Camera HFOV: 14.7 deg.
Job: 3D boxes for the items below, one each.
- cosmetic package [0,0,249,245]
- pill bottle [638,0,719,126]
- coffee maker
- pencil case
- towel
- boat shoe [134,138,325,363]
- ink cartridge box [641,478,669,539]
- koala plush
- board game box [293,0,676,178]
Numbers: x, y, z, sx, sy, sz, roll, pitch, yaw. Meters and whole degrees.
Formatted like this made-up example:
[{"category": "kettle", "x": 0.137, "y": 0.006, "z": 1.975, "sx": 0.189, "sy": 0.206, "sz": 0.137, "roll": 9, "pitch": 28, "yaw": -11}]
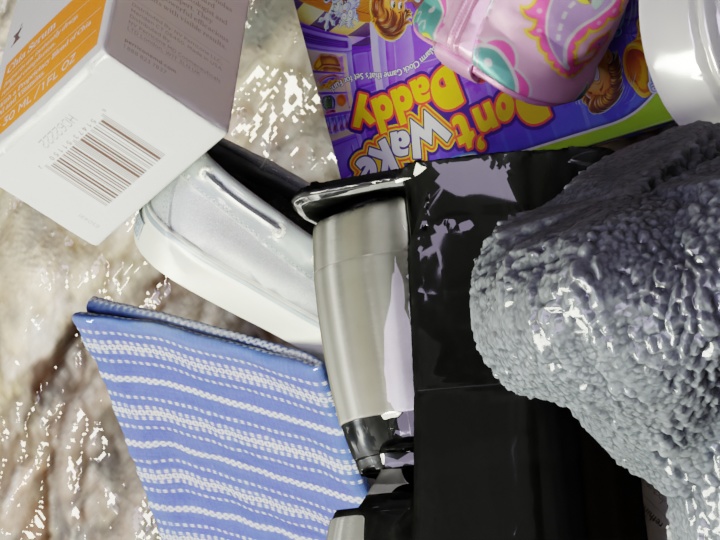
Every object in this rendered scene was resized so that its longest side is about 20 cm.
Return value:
[{"category": "cosmetic package", "x": -0.105, "y": -0.121, "z": 1.275, "sx": 0.071, "sy": 0.200, "sz": 0.101, "roll": 33, "pitch": 129, "yaw": -25}, {"category": "pill bottle", "x": 0.216, "y": -0.110, "z": 1.091, "sx": 0.200, "sy": 0.120, "sz": 0.120, "roll": -9, "pitch": 93, "yaw": 36}, {"category": "coffee maker", "x": 0.066, "y": 0.058, "z": 1.125, "sx": 0.192, "sy": 0.135, "sz": 0.201, "roll": -14, "pitch": 75, "yaw": 44}, {"category": "pencil case", "x": 0.089, "y": -0.169, "z": 1.137, "sx": 0.087, "sy": 0.087, "sz": 0.200, "roll": 35, "pitch": 117, "yaw": 26}, {"category": "towel", "x": -0.053, "y": 0.104, "z": 1.319, "sx": 0.145, "sy": 0.024, "sz": 0.200, "roll": 13, "pitch": 137, "yaw": 32}, {"category": "boat shoe", "x": 0.000, "y": -0.001, "z": 1.251, "sx": 0.200, "sy": 0.070, "sz": 0.072, "roll": 25, "pitch": 115, "yaw": -7}, {"category": "ink cartridge box", "x": 0.147, "y": 0.085, "z": 1.183, "sx": 0.115, "sy": 0.068, "sz": 0.200, "roll": 46, "pitch": 118, "yaw": 39}, {"category": "koala plush", "x": 0.142, "y": 0.056, "z": 0.978, "sx": 0.177, "sy": 0.184, "sz": 0.200, "roll": -11, "pitch": 102, "yaw": 47}, {"category": "board game box", "x": 0.068, "y": -0.113, "z": 1.242, "sx": 0.200, "sy": 0.045, "sz": 0.135, "roll": -16, "pitch": 88, "yaw": 36}]
